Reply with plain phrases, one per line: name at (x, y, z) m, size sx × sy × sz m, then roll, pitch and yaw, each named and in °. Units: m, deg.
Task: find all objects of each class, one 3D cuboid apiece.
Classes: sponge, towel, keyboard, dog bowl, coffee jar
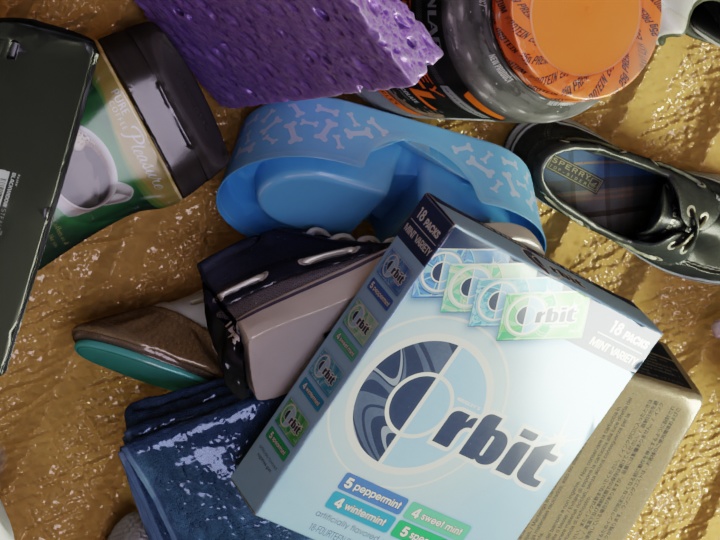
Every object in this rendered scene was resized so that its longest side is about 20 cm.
sponge at (-0.049, -0.143, 1.530) m, size 0.030 × 0.200 × 0.112 m, roll -49°, pitch 115°, yaw -24°
towel at (-0.063, 0.160, 1.630) m, size 0.111 × 0.049 × 0.201 m, roll -17°, pitch 111°, yaw 1°
keyboard at (-0.218, -0.045, 1.523) m, size 0.104 × 0.040 × 0.201 m, roll 14°, pitch 95°, yaw -33°
dog bowl at (0.014, -0.047, 1.629) m, size 0.199 × 0.111 × 0.050 m, roll 15°, pitch 60°, yaw -19°
coffee jar at (-0.179, -0.056, 1.580) m, size 0.200 × 0.085 × 0.105 m, roll -28°, pitch 106°, yaw -3°

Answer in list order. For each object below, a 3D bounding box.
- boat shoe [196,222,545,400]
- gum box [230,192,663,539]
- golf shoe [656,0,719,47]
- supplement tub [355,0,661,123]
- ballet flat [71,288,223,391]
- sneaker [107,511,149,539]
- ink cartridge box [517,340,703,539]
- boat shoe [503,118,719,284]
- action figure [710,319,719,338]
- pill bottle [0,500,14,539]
boat shoe at (0.000, 0.000, 1.604) m, size 0.199 × 0.093 × 0.075 m, roll -18°, pitch 132°, yaw -14°
gum box at (0.050, 0.077, 1.581) m, size 0.170 × 0.045 × 0.200 m, roll 27°, pitch 103°, yaw -34°
golf shoe at (0.208, -0.166, 1.606) m, size 0.200 × 0.078 × 0.098 m, roll -8°, pitch 73°, yaw -45°
supplement tub at (0.072, -0.143, 1.541) m, size 0.122 × 0.200 × 0.123 m, roll -2°, pitch 94°, yaw -28°
ballet flat at (-0.070, 0.053, 1.656) m, size 0.199 × 0.068 × 0.073 m, roll 23°, pitch 75°, yaw -4°
sneaker at (-0.118, 0.249, 1.713) m, size 0.113 × 0.076 × 0.201 m, roll 11°, pitch 108°, yaw -21°
ink cartridge box at (0.089, 0.121, 1.702) m, size 0.164 × 0.075 × 0.200 m, roll 18°, pitch 113°, yaw -24°
boat shoe at (0.177, -0.036, 1.698) m, size 0.199 × 0.057 × 0.069 m, roll 22°, pitch 103°, yaw -21°
action figure at (0.341, 0.051, 1.745) m, size 0.200 × 0.134 × 0.149 m, roll -28°, pitch 88°, yaw 14°
pill bottle at (-0.311, 0.158, 1.606) m, size 0.199 × 0.116 × 0.116 m, roll -28°, pitch 114°, yaw -4°
